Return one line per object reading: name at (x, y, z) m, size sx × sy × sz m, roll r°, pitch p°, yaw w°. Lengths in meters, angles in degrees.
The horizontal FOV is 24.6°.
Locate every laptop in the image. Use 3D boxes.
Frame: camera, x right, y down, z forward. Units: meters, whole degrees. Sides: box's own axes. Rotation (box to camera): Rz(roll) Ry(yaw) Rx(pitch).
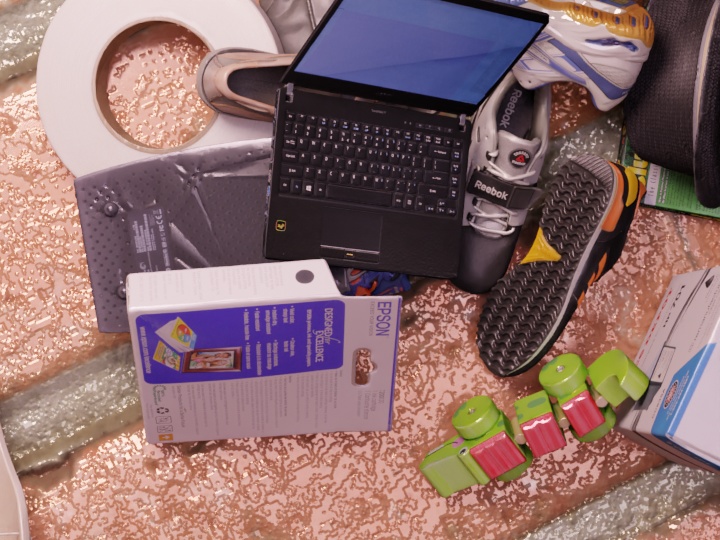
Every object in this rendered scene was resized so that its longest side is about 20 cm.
laptop at (0.035, -0.099, 1.211) m, size 0.177 × 0.103 × 0.200 m, roll 7°, pitch 87°, yaw -32°

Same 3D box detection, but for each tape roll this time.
tape roll at (-0.157, -0.146, 1.312) m, size 0.202 × 0.037 × 0.203 m, roll 0°, pitch 94°, yaw 6°

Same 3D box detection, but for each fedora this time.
fedora at (0.264, -0.152, 1.321) m, size 0.091 × 0.201 × 0.201 m, roll 8°, pitch 87°, yaw 25°

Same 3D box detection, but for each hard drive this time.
hard drive at (-0.113, -0.028, 1.274) m, size 0.200 × 0.042 × 0.135 m, roll -10°, pitch 91°, yaw 8°

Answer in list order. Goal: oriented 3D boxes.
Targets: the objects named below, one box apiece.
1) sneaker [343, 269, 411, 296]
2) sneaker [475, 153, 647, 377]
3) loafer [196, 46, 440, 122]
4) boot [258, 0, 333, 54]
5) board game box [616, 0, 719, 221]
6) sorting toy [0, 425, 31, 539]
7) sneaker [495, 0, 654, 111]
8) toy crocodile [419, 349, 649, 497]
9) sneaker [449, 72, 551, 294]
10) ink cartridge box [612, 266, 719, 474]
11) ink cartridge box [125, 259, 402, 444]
sneaker at (0.000, 0.000, 1.322) m, size 0.078 × 0.075 × 0.200 m, roll 39°, pitch 88°, yaw 11°
sneaker at (0.173, 0.004, 1.353) m, size 0.090 × 0.070 × 0.200 m, roll 10°, pitch 111°, yaw -48°
loafer at (-0.023, -0.135, 1.262) m, size 0.200 × 0.063 × 0.072 m, roll 2°, pitch 98°, yaw -17°
boot at (-0.004, -0.185, 1.326) m, size 0.182 × 0.073 × 0.200 m, roll -14°, pitch 83°, yaw 20°
board game box at (0.278, -0.148, 1.394) m, size 0.105 × 0.023 × 0.200 m, roll 11°, pitch 87°, yaw -7°
sorting toy at (-0.352, 0.157, 1.277) m, size 0.200 × 0.107 × 0.180 m, roll -1°, pitch 81°, yaw -6°
sneaker at (0.121, -0.182, 1.274) m, size 0.200 × 0.075 × 0.088 m, roll 22°, pitch 126°, yaw 10°
toy crocodile at (0.140, 0.126, 1.328) m, size 0.200 × 0.062 × 0.068 m, roll -28°, pitch 113°, yaw 12°
sneaker at (0.110, -0.080, 1.341) m, size 0.074 × 0.089 × 0.200 m, roll 12°, pitch 88°, yaw -8°
ink cartridge box at (0.278, 0.079, 1.297) m, size 0.086 × 0.200 × 0.147 m, roll 26°, pitch 85°, yaw -4°
ink cartridge box at (-0.072, 0.065, 1.261) m, size 0.200 × 0.198 × 0.043 m, roll -2°, pitch 55°, yaw -4°
